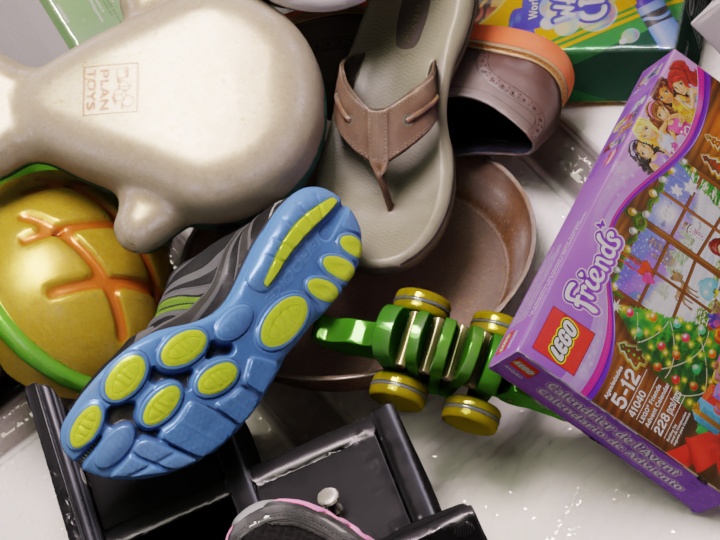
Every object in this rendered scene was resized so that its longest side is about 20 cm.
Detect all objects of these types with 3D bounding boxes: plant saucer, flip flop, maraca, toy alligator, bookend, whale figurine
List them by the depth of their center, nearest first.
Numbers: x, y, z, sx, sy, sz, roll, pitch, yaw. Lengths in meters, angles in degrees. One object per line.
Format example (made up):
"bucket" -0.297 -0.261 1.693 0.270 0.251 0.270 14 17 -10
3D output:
"toy alligator" 0.072 0.052 1.524 0.199 0.054 0.059 17 73 3
"bookend" -0.049 0.118 1.546 0.199 0.092 0.199 -23 49 2
"flip flop" 0.017 -0.094 1.608 0.081 0.058 0.201 7 74 22
"whale figurine" -0.116 -0.080 1.613 0.199 0.104 0.160 -4 72 6
"plant saucer" 0.000 0.000 1.636 0.199 0.035 0.201 -8 42 7
"maraca" -0.160 -0.006 1.662 0.107 0.137 0.200 -41 26 29

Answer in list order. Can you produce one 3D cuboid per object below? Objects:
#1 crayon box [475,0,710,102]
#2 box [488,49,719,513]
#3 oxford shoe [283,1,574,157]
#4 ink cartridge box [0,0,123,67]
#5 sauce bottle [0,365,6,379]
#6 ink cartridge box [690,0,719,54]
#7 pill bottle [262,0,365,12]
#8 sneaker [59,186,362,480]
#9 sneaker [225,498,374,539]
"crayon box" 0.102 -0.159 1.728 0.199 0.052 0.126 0 54 22
"box" 0.168 0.005 1.529 0.137 0.039 0.200 34 64 -10
"oxford shoe" 0.015 -0.102 1.670 0.199 0.071 0.073 4 44 18
"ink cartridge box" -0.222 -0.145 1.748 0.048 0.200 0.146 -26 78 -36
"sauce bottle" -0.224 0.030 1.704 0.066 0.066 0.201 3 58 24
"ink cartridge box" 0.258 -0.133 1.553 0.200 0.067 0.116 46 64 -3
"pill bottle" -0.043 -0.204 1.665 0.114 0.115 0.200 -35 13 -7
"sneaker" -0.078 0.037 1.538 0.200 0.071 0.083 -47 13 -25
"sneaker" 0.002 0.196 1.404 0.079 0.095 0.200 -34 90 5
